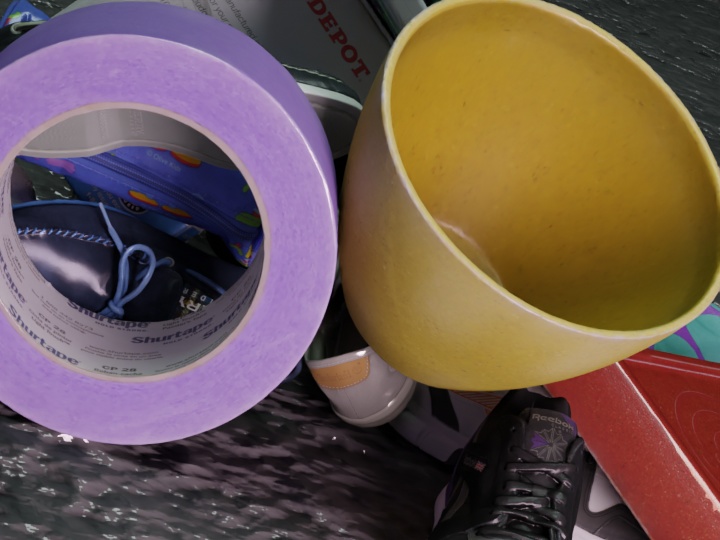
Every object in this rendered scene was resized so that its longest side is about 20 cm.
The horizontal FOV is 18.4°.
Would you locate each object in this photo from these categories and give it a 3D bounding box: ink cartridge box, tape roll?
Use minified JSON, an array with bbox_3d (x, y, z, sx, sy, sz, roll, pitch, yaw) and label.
[{"bbox_3d":[-0.090,-0.113,1.293,0.145,0.199,0.084,57,-1,2],"label":"ink cartridge box"},{"bbox_3d":[-0.110,-0.024,1.071,0.199,0.201,0.085,20,16,-8],"label":"tape roll"}]

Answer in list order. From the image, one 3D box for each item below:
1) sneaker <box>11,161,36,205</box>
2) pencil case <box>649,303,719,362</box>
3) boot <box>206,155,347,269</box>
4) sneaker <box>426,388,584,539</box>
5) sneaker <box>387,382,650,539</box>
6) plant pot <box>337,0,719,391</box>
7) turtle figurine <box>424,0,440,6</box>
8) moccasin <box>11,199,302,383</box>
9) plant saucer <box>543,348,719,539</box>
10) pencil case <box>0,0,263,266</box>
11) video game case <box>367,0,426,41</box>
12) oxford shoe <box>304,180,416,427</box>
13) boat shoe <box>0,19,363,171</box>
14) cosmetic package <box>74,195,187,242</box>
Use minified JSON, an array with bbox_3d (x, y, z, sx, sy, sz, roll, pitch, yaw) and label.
[{"bbox_3d":[-0.226,-0.043,1.248,0.082,0.075,0.200,25,19,-39],"label":"sneaker"},{"bbox_3d":[0.154,0.052,1.378,0.199,0.085,0.093,6,64,-48],"label":"pencil case"},{"bbox_3d":[0.000,0.000,1.333,0.077,0.199,0.169,60,18,-45],"label":"boot"},{"bbox_3d":[0.072,0.112,1.073,0.075,0.088,0.200,21,16,-5],"label":"sneaker"},{"bbox_3d":[0.104,0.092,1.203,0.199,0.080,0.074,31,16,23],"label":"sneaker"},{"bbox_3d":[0.066,-0.018,1.124,0.199,0.142,0.201,17,51,-22],"label":"plant pot"},{"bbox_3d":[0.052,-0.200,1.344,0.100,0.201,0.150,-15,21,4],"label":"turtle figurine"},{"bbox_3d":[-0.112,0.012,1.173,0.199,0.081,0.068,11,22,-31],"label":"moccasin"},{"bbox_3d":[0.203,0.113,1.196,0.199,0.037,0.200,12,36,-49],"label":"plant saucer"},{"bbox_3d":[-0.122,-0.072,1.206,0.199,0.078,0.087,25,43,0],"label":"pencil case"},{"bbox_3d":[0.001,-0.172,1.303,0.200,0.022,0.182,57,-3,-23],"label":"video game case"},{"bbox_3d":[0.008,-0.009,1.247,0.075,0.201,0.058,-13,-40,29],"label":"oxford shoe"},{"bbox_3d":[-0.095,-0.096,1.136,0.199,0.076,0.061,6,52,-9],"label":"boat shoe"},{"bbox_3d":[-0.114,-0.132,1.403,0.081,0.201,0.113,20,11,-10],"label":"cosmetic package"}]
